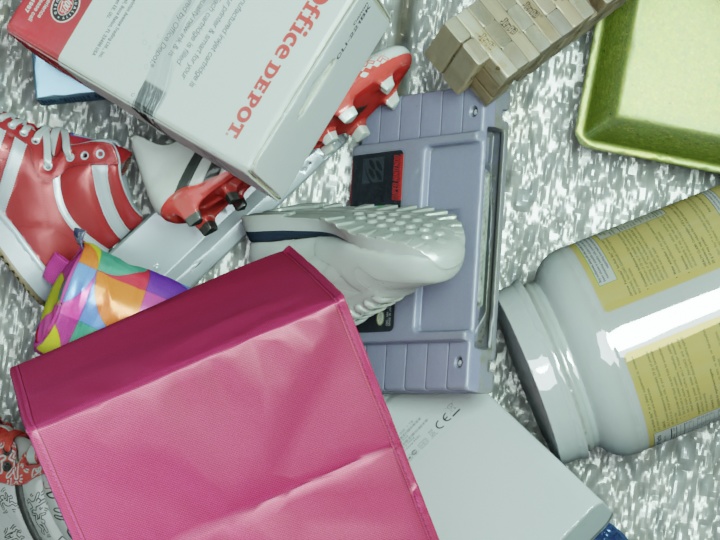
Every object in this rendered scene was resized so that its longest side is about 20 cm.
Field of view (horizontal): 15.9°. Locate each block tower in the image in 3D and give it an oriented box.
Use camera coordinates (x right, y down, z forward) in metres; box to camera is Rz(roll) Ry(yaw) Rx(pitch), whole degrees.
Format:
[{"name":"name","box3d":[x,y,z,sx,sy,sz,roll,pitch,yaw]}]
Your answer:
[{"name":"block tower","box3d":[0.135,-0.183,1.676,0.200,0.058,0.054,-37,85,-21]}]

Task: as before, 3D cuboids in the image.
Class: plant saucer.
[{"name":"plant saucer","box3d":[0.257,-0.163,1.758,0.199,0.048,0.201,11,88,-1]}]

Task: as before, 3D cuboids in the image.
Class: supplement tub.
[{"name":"supplement tub","box3d":[0.201,0.035,1.700,0.199,0.145,0.146,-21,88,-1]}]

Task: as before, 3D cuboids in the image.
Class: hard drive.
[{"name":"hard drive","box3d":[0.059,0.147,1.687,0.132,0.026,0.200,-45,45,-2]}]

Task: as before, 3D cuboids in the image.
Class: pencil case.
[{"name":"pencil case","box3d":[-0.117,0.047,1.693,0.199,0.088,0.089,25,87,-10]}]

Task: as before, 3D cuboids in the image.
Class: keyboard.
[{"name":"keyboard","box3d":[-0.099,-0.042,1.763,0.200,0.011,0.056,-43,96,-3]}]

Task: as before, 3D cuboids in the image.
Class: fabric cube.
[{"name":"fabric cube","box3d":[-0.082,0.125,1.567,0.198,0.196,0.201,-23,102,-8]}]

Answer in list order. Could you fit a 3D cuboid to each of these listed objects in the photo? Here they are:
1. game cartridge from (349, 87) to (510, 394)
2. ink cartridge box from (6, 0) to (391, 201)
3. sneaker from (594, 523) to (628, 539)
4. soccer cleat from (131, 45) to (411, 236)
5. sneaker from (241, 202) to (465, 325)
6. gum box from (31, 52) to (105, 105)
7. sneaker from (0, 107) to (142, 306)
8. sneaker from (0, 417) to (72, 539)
[{"name":"game cartridge","box3d":[0.041,-0.018,1.711,0.038,0.129,0.201,10,81,-44]},{"name":"ink cartridge box","box3d":[-0.102,-0.158,1.662,0.199,0.084,0.145,31,87,19]},{"name":"sneaker","box3d":[0.131,0.242,1.690,0.070,0.200,0.078,29,124,-4]},{"name":"soccer cleat","box3d":[-0.060,-0.104,1.716,0.199,0.069,0.085,-33,76,2]},{"name":"sneaker","box3d":[0.000,0.000,1.689,0.076,0.199,0.081,-9,99,-36]},{"name":"gum box","box3d":[-0.128,-0.207,1.755,0.199,0.045,0.171,-5,88,-2]},{"name":"sneaker","box3d":[-0.228,-0.088,1.735,0.112,0.071,0.200,-35,96,2]},{"name":"sneaker","box3d":[-0.231,0.120,1.703,0.108,0.067,0.202,-36,81,21]}]
